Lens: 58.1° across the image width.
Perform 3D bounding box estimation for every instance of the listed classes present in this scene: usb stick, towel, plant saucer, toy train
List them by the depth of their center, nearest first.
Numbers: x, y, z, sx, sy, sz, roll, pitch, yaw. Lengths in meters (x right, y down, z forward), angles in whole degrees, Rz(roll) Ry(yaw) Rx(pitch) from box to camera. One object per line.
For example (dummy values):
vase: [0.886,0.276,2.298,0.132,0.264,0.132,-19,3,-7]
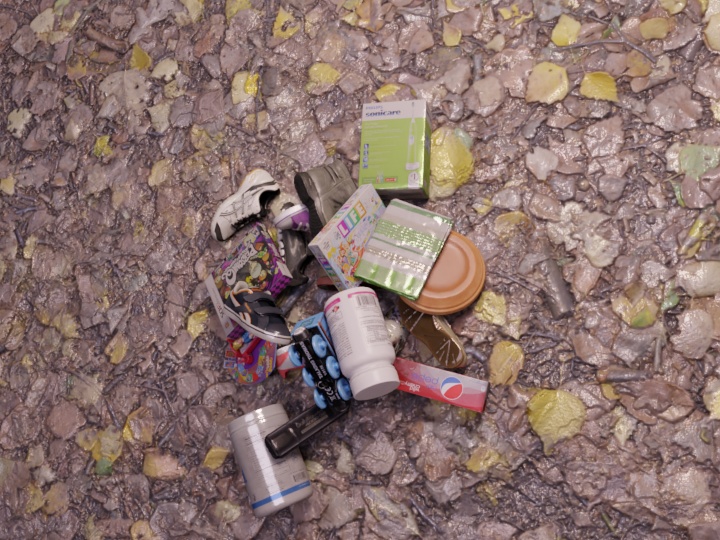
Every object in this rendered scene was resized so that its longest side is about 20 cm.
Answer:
toy train: [-0.073,0.189,1.328,0.086,0.114,0.201,-23,108,21]
usb stick: [-0.109,0.318,1.340,0.199,0.033,0.056,-28,70,-35]
towel: [0.090,-0.045,1.342,0.148,0.031,0.201,20,67,17]
plant saucer: [0.162,-0.006,1.349,0.198,0.038,0.202,-1,62,2]

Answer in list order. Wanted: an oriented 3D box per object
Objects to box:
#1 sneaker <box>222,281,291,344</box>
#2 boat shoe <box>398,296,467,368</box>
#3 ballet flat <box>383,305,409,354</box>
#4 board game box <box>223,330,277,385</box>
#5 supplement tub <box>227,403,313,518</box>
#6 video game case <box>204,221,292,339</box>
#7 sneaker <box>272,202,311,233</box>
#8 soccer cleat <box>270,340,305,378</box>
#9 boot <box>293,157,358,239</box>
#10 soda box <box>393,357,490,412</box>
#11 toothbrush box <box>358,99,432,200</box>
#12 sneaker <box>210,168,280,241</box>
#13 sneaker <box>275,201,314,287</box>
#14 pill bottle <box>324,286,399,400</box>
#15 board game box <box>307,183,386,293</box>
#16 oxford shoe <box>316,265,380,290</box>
sneaker: [-0.207,0.082,1.314,0.199,0.078,0.080,25,97,39]
boat shoe: [0.151,0.122,1.351,0.072,0.065,0.200,-45,63,12]
ballet flat: [0.046,0.164,1.369,0.072,0.072,0.201,29,88,18]
board game box: [-0.252,0.152,1.437,0.157,0.039,0.202,-4,77,39]
supplement tub: [-0.189,0.397,1.358,0.131,0.132,0.202,-26,73,9]
video game case: [-0.254,0.021,1.445,0.200,0.036,0.182,-45,50,16]
sneaker: [-0.086,-0.096,1.424,0.199,0.073,0.115,-15,82,-15]
soccer cleat: [-0.098,0.173,1.415,0.198,0.068,0.074,-20,92,11]
boot: [-0.050,-0.135,1.380,0.130,0.068,0.202,-21,92,-28]
soda box: [0.160,0.232,1.322,0.198,0.070,0.064,12,84,17]
toothbrush box: [0.079,-0.264,1.431,0.144,0.086,0.202,-1,80,16]
sneaker: [-0.267,-0.140,1.510,0.087,0.076,0.201,38,92,19]
sneaker: [-0.144,-0.056,1.468,0.089,0.066,0.202,0,81,9]
pill bottle: [0.004,0.146,1.289,0.112,0.113,0.202,-22,64,10]
board game box: [-0.009,-0.066,1.353,0.034,0.135,0.200,-2,41,48]
oxford shoe: [0.000,0.000,1.413,0.198,0.070,0.076,-1,73,13]
